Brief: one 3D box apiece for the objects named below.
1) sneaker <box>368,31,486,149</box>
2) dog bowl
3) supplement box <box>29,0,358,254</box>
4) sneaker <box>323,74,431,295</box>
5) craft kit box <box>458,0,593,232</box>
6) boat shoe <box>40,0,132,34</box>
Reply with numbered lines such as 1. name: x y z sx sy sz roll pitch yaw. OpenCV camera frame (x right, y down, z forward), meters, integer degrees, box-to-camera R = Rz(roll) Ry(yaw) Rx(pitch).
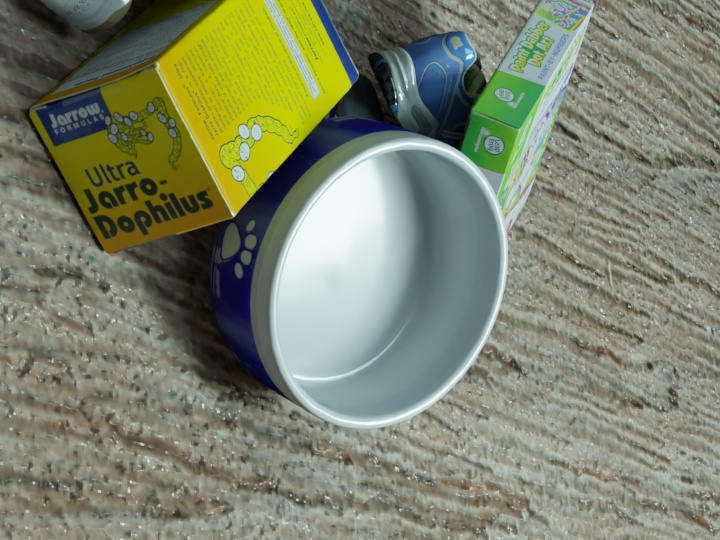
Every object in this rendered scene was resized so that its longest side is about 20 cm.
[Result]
1. sneaker: 0.069 -0.120 1.602 0.200 0.077 0.076 51 15 -68
2. dog bowl: 0.000 0.000 1.404 0.199 0.079 0.201 -14 114 -34
3. supplement box: -0.103 -0.114 1.350 0.110 0.108 0.200 62 35 -18
4. sneaker: 0.029 -0.055 1.545 0.074 0.087 0.201 7 72 -55
5. craft kit box: 0.109 -0.089 1.613 0.200 0.048 0.198 -58 165 -48
6. boat shoe: -0.177 -0.254 1.328 0.069 0.071 0.201 24 57 -46
